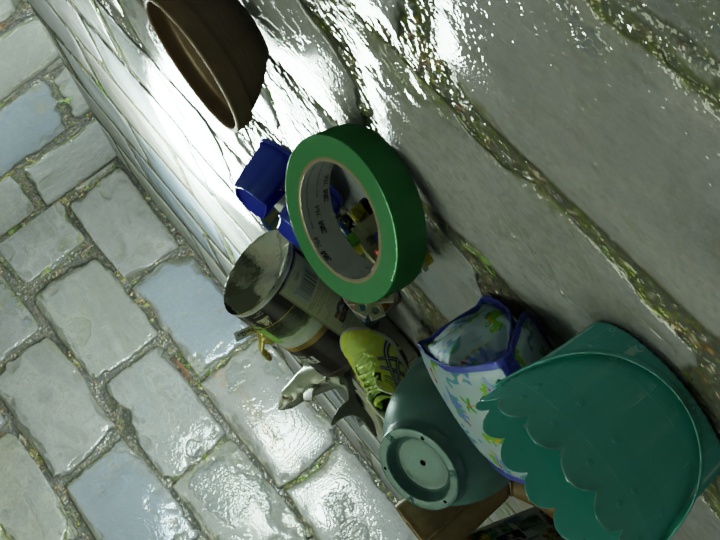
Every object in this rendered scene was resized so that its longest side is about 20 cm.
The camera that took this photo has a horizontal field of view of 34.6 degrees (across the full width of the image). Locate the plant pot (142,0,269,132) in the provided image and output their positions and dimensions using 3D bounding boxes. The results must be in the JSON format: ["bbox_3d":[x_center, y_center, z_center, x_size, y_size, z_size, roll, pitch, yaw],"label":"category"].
[{"bbox_3d":[-0.178,-0.281,1.447,0.201,0.092,0.201,51,169,14],"label":"plant pot"}]

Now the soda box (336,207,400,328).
[{"bbox_3d":[0.000,0.000,1.630,0.064,0.068,0.201,46,168,29],"label":"soda box"}]

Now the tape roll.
[{"bbox_3d":[-0.008,-0.064,1.318,0.200,0.048,0.203,31,132,41],"label":"tape roll"}]

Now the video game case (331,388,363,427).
[{"bbox_3d":[-0.045,0.197,1.991,0.144,0.018,0.200,51,173,14],"label":"video game case"}]

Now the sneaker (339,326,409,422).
[{"bbox_3d":[0.034,0.156,1.640,0.200,0.076,0.076,49,-157,24],"label":"sneaker"}]

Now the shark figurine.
[{"bbox_3d":[-0.035,0.187,1.834,0.089,0.129,0.213,31,166,-34],"label":"shark figurine"}]

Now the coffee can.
[{"bbox_3d":[-0.089,0.051,1.762,0.199,0.147,0.146,37,179,-32],"label":"coffee can"}]

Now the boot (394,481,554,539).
[{"bbox_3d":[0.175,0.330,1.583,0.175,0.199,0.066,49,168,18],"label":"boot"}]

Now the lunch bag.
[{"bbox_3d":[0.164,0.135,1.227,0.171,0.127,0.200,56,178,-13],"label":"lunch bag"}]

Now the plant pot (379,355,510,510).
[{"bbox_3d":[0.106,0.219,1.472,0.199,0.134,0.202,20,126,29],"label":"plant pot"}]

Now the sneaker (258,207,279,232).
[{"bbox_3d":[-0.098,-0.049,1.881,0.200,0.075,0.088,47,168,32],"label":"sneaker"}]

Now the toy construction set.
[{"bbox_3d":[0.024,-0.018,1.457,0.131,0.092,0.200,50,158,10],"label":"toy construction set"}]

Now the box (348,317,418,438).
[{"bbox_3d":[0.034,0.174,1.926,0.128,0.108,0.201,48,168,30],"label":"box"}]

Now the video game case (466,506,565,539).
[{"bbox_3d":[0.238,0.400,1.577,0.182,0.198,0.022,39,136,51],"label":"video game case"}]

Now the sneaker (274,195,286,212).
[{"bbox_3d":[-0.078,-0.083,1.752,0.200,0.074,0.087,53,-177,39],"label":"sneaker"}]

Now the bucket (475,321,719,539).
[{"bbox_3d":[0.218,0.156,1.043,0.208,0.134,0.207,50,169,13],"label":"bucket"}]

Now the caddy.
[{"bbox_3d":[-0.094,-0.113,1.592,0.141,0.105,0.200,36,173,-1],"label":"caddy"}]

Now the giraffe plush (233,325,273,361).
[{"bbox_3d":[-0.130,0.077,2.254,0.161,0.200,0.174,-10,117,45],"label":"giraffe plush"}]
